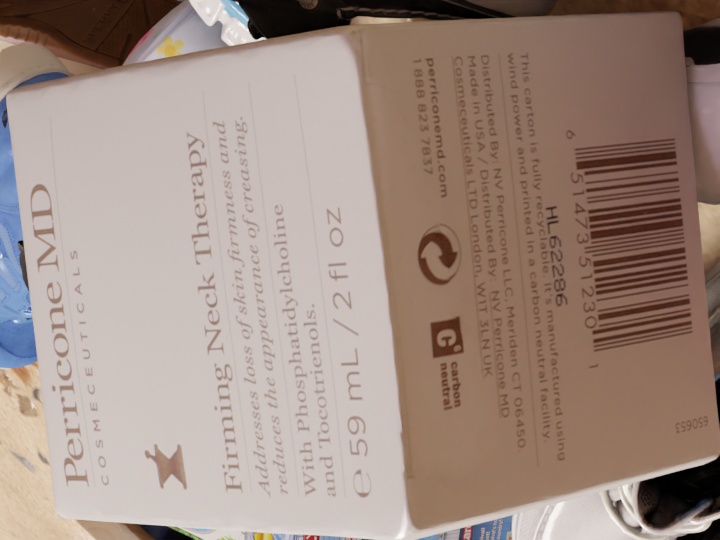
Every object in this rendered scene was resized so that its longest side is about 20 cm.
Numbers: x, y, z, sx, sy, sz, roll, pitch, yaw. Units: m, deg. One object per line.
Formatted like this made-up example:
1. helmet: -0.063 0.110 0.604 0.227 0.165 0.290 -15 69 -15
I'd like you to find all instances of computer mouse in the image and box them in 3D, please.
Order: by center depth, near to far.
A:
1. computer mouse: 0.111 -0.056 0.895 0.199 0.044 0.110 -3 126 54

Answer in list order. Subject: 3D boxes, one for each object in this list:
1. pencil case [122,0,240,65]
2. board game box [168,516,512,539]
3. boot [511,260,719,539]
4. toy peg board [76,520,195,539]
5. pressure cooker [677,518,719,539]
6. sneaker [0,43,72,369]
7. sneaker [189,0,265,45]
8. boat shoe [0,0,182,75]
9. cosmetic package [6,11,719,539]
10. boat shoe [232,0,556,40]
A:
1. pencil case: -0.021 -0.037 1.032 0.200 0.091 0.083 45 156 -7
2. board game box: -0.007 0.105 1.101 0.199 0.199 0.062 19 107 37
3. boot: 0.114 0.076 0.929 0.073 0.096 0.201 34 122 1
4. toy peg board: -0.014 0.166 1.263 0.200 0.098 0.199 31 -177 -46
5. pressure cooker: 0.194 0.194 0.980 0.200 0.179 0.176 41 148 7
6. sneaker: -0.133 0.003 1.054 0.111 0.076 0.201 47 145 26
7. sneaker: -0.071 -0.179 0.953 0.200 0.075 0.087 41 146 -13
8. boat shoe: -0.151 -0.110 1.136 0.199 0.072 0.072 20 146 24
9. cosmetic package: 0.000 0.000 0.862 0.199 0.166 0.169 -4 94 48
10. boat shoe: -0.023 -0.119 0.896 0.198 0.072 0.068 16 115 0
